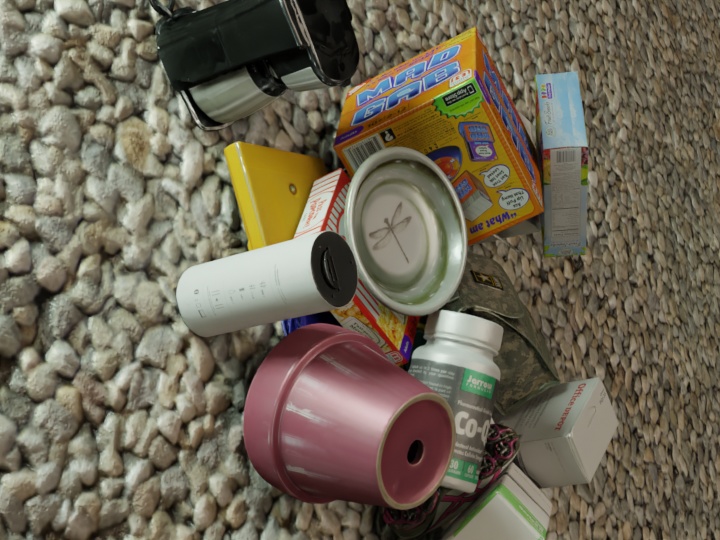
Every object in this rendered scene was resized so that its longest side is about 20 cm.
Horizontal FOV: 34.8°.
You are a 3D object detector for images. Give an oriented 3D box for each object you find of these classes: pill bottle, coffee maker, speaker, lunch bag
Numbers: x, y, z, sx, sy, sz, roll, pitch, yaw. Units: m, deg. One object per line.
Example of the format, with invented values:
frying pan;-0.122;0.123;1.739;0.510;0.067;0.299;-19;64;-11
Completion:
pill bottle;0.105;0.157;1.383;0.113;0.112;0.202;23;76;-47
coffee maker;-0.125;-0.269;1.281;0.192;0.199;0.136;49;43;-32
speaker;-0.100;0.016;1.217;0.081;0.199;0.082;21;63;-48
lunch bag;0.174;0.069;1.597;0.200;0.117;0.165;50;12;-29

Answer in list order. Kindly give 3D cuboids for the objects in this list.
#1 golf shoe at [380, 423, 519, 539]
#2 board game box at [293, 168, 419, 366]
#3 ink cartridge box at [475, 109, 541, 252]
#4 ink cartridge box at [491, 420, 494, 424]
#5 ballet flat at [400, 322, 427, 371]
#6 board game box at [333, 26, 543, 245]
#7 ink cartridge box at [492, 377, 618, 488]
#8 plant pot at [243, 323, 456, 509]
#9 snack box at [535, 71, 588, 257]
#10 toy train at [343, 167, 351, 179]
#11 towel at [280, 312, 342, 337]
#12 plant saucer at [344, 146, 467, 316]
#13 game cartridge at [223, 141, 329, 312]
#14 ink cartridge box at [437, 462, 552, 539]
golf shoe;0.118;0.267;1.462;0.073;0.199;0.092;56;0;34
board game box;0.000;0.000;1.396;0.200;0.046;0.152;51;34;-27
ink cartridge box;0.184;-0.130;1.690;0.128;0.124;0.202;24;60;-61
ink cartridge box;0.120;0.142;1.537;0.201;0.050;0.162;58;4;-13
ballet flat;0.081;0.163;1.523;0.067;0.066;0.202;-126;-152;-78
board game box;0.105;-0.160;1.504;0.201;0.198;0.200;59;19;-23
ink cartridge box;0.240;0.233;1.600;0.147;0.199;0.083;-46;115;-49
plant pot;0.000;0.173;1.267;0.199;0.178;0.203;-13;109;-43
snack box;0.282;-0.148;1.620;0.170;0.067;0.201;-86;169;-46
toy train;0.024;-0.046;1.527;0.056;0.041;0.201;-86;150;-71
towel;-0.021;0.117;1.418;0.199;0.049;0.149;21;63;-48
plant saucer;0.045;-0.044;1.370;0.199;0.050;0.203;9;76;-40
game cartridge;-0.079;-0.048;1.379;0.176;0.032;0.202;5;67;-56
ink cartridge box;0.161;0.334;1.441;0.084;0.146;0.200;44;9;9
